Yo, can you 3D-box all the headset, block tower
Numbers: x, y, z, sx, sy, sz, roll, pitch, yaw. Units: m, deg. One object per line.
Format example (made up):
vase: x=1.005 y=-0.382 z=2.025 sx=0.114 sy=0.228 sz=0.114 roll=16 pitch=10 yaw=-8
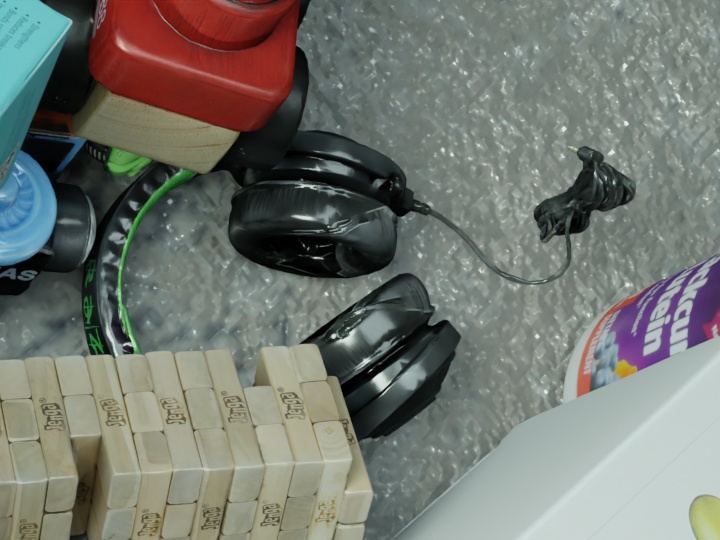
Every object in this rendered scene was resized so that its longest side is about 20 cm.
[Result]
headset: x=0.000 y=0.000 z=0.929 sx=0.200 sy=0.094 sz=0.124 roll=-15 pitch=82 yaw=-26
block tower: x=-0.099 y=0.065 z=0.839 sx=0.200 sy=0.054 sz=0.058 roll=-3 pitch=46 yaw=-17

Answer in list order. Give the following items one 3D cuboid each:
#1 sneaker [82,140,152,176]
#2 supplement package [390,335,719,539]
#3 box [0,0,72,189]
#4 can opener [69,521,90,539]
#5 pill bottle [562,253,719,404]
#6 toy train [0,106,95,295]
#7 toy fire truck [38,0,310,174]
sneaker: x=-0.088 y=-0.122 z=0.939 sx=0.084 sy=0.077 sz=0.200 roll=13 pitch=59 yaw=-18
supplement package: x=0.063 y=0.132 z=0.884 sx=0.200 sy=0.156 sz=0.111 roll=-39 pitch=94 yaw=-33
box: x=-0.191 y=-0.088 z=0.765 sx=0.200 sy=0.082 sz=0.049 roll=31 pitch=48 yaw=-1
can opener: x=-0.131 y=0.143 z=0.841 sx=0.066 sy=0.053 sz=0.200 roll=31 pitch=52 yaw=23
pill bottle: x=0.172 y=0.036 z=0.952 sx=0.111 sy=0.200 sz=0.112 roll=10 pitch=69 yaw=-27
toy train: x=-0.184 y=-0.046 z=0.848 sx=0.200 sy=0.087 sz=0.114 roll=6 pitch=62 yaw=-26
toy fire truck: x=-0.046 y=-0.152 z=0.805 sx=0.129 sy=0.200 sz=0.176 roll=17 pitch=58 yaw=-20
